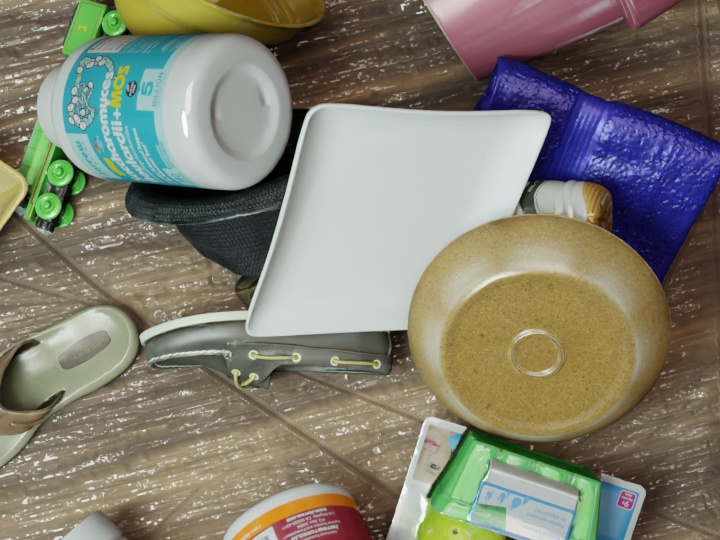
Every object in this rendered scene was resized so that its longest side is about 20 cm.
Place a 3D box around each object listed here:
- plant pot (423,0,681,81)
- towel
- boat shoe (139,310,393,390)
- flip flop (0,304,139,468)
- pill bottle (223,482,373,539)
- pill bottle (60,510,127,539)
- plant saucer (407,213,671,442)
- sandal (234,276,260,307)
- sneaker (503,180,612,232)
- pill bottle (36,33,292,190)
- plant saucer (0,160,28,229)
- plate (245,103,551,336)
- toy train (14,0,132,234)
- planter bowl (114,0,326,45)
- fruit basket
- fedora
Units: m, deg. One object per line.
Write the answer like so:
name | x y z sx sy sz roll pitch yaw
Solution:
plant pot | 0.133 -0.252 1.088 0.179 0.200 0.200 -33 84 10
towel | 0.173 -0.070 1.085 0.199 0.148 0.050 20 39 1
boat shoe | -0.073 0.064 1.088 0.200 0.072 0.061 -6 79 -5
flip flop | -0.265 0.094 1.086 0.200 0.058 0.081 -32 85 -5
pill bottle | -0.020 0.267 1.008 0.113 0.113 0.200 -24 57 -5
pill bottle | -0.162 0.285 1.034 0.120 0.120 0.200 -44 86 -6
plant saucer | 0.133 0.055 1.028 0.199 0.035 0.201 4 118 7
sandal | 0.000 0.000 1.099 0.199 0.082 0.055 -20 103 -8
sneaker | 0.147 0.020 1.086 0.087 0.076 0.201 10 113 20
pill bottle | -0.154 -0.120 1.022 0.199 0.111 0.111 7 80 41
plant saucer | -0.395 -0.040 1.102 0.200 0.048 0.200 34 86 3
plate | 0.022 -0.040 1.004 0.199 0.200 0.032 -2 39 -29
toy train | -0.239 -0.129 1.127 0.056 0.042 0.201 17 83 11
planter bowl | -0.134 -0.220 1.097 0.200 0.200 0.084 34 119 3
fruit basket | 0.107 0.235 1.062 0.184 0.094 0.201 19 86 1
fedora | -0.081 -0.052 1.077 0.200 0.201 0.092 -21 117 -4
